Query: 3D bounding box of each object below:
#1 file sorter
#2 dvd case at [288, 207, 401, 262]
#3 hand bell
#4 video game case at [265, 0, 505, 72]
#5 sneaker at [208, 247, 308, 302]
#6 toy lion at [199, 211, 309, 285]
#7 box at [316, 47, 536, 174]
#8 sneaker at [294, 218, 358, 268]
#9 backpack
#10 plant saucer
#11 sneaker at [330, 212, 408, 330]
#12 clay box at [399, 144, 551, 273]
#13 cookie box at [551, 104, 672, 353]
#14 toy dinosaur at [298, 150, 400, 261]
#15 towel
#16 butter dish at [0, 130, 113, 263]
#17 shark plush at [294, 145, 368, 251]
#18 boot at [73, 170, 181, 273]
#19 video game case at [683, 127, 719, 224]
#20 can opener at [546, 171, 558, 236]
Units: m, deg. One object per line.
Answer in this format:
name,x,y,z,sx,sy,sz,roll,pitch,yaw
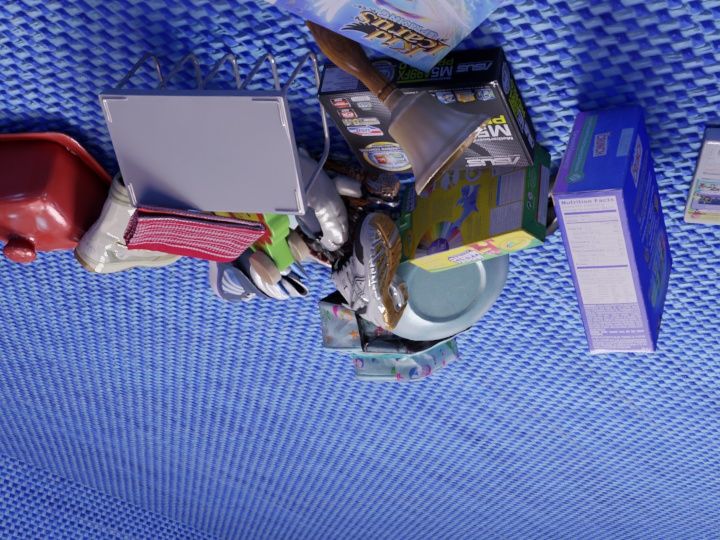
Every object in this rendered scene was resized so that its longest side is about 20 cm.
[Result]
file sorter,-0.147,-0.153,1.196,0.199,0.125,0.139,3,128,16
dvd case,-0.031,-0.047,1.544,0.199,0.022,0.146,4,155,11
hand bell,0.022,-0.181,1.108,0.200,0.104,0.104,44,153,3
video game case,0.023,-0.269,1.008,0.199,0.046,0.181,20,155,-21
sneaker,-0.138,0.017,1.604,0.146,0.081,0.200,31,156,18
toy lion,-0.150,-0.087,1.372,0.200,0.069,0.192,35,158,40
box,0.074,-0.166,1.212,0.199,0.044,0.160,0,152,22
sneaker,0.004,-0.017,1.479,0.199,0.078,0.082,17,156,-16
backpack,0.043,0.076,1.610,0.199,0.151,0.177,4,-167,31
plant saucer,0.104,0.011,1.440,0.200,0.039,0.202,-8,118,-14
sneaker,0.000,0.000,1.330,0.087,0.076,0.200,21,149,20
clay box,0.128,-0.069,1.320,0.048,0.115,0.200,25,153,-36
cookie box,0.266,-0.043,1.171,0.075,0.171,0.201,-4,123,25
toy dinosaur,-0.043,-0.102,1.378,0.200,0.102,0.136,29,152,33
towel,-0.194,-0.040,1.290,0.144,0.023,0.200,8,171,-15
butter dish,-0.429,-0.080,1.474,0.199,0.148,0.200,2,155,20
shark plush,-0.089,-0.100,1.306,0.200,0.091,0.083,36,161,-9
boot,-0.270,-0.079,1.489,0.200,0.072,0.155,-17,147,-51
video game case,0.469,-0.096,1.241,0.199,0.022,0.182,5,155,10
can opener,0.243,-0.095,1.304,0.063,0.079,0.200,50,144,-1
